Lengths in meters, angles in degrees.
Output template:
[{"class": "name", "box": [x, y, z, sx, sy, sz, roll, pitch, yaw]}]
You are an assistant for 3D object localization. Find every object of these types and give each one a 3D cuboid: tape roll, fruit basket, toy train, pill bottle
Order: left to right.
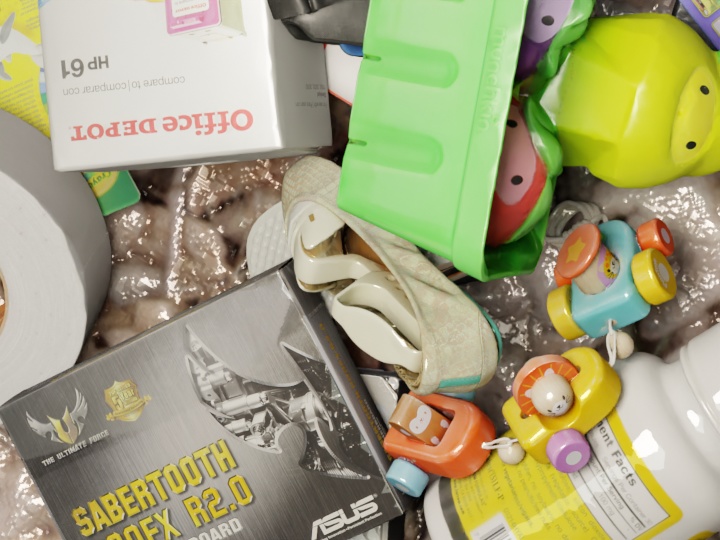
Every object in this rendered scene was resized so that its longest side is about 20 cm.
[{"class": "tape roll", "box": [-0.254, -0.002, 1.598, 0.199, 0.066, 0.201, 5, 119, 8]}, {"class": "toy train", "box": [0.087, 0.037, 1.473, 0.150, 0.056, 0.201, 18, 72, 50]}, {"class": "fruit basket", "box": [0.107, -0.093, 1.382, 0.214, 0.155, 0.217, 1, 92, 17]}, {"class": "pill bottle", "box": [0.143, 0.116, 1.486, 0.199, 0.111, 0.112, -34, 82, 17]}]

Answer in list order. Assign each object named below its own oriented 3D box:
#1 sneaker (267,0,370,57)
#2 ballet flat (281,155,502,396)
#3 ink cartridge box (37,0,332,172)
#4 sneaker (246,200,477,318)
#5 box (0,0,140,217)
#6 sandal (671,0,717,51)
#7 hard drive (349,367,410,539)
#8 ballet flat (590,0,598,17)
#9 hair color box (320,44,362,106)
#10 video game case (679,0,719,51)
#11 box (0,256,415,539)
[{"class": "sneaker", "box": [0.028, -0.176, 1.475, 0.073, 0.199, 0.113, 9, 111, 60]}, {"class": "ballet flat", "box": [0.000, 0.000, 1.460, 0.200, 0.062, 0.068, 42, 136, 40]}, {"class": "ink cartridge box", "box": [-0.103, -0.159, 1.508, 0.144, 0.085, 0.201, -5, 93, 20]}, {"class": "sneaker", "box": [0.023, -0.018, 1.546, 0.199, 0.079, 0.079, -12, 87, 44]}, {"class": "box", "box": [-0.207, -0.118, 1.630, 0.117, 0.048, 0.201, -20, 84, 19]}, {"class": "sandal", "box": [0.231, -0.187, 1.479, 0.076, 0.043, 0.201, 22, 99, -2]}, {"class": "hard drive", "box": [-0.043, 0.155, 1.592, 0.139, 0.038, 0.201, 6, 94, 18]}, {"class": "ballet flat", "box": [0.122, -0.182, 1.506, 0.072, 0.072, 0.200, 46, 106, 12]}, {"class": "hair color box", "box": [-0.049, -0.185, 1.564, 0.199, 0.061, 0.102, 33, 102, 15]}, {"class": "video game case", "box": [0.248, -0.194, 1.429, 0.181, 0.045, 0.200, -38, 99, 8]}, {"class": "box", "box": [-0.088, 0.105, 1.545, 0.199, 0.048, 0.159, -25, 96, 17]}]
